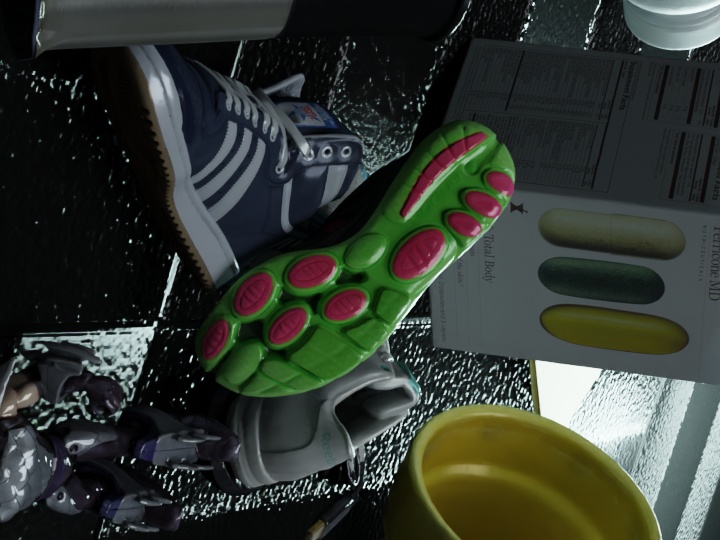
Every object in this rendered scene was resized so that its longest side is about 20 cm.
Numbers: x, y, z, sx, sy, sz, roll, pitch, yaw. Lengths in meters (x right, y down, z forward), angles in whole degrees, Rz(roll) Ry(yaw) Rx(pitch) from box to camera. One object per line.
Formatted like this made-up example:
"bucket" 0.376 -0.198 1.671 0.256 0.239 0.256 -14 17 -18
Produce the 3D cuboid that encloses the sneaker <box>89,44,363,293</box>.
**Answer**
"sneaker" -0.062 -0.076 0.955 0.108 0.070 0.201 -33 151 -10

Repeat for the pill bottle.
"pill bottle" 0.230 -0.262 1.389 0.113 0.112 0.201 -54 151 -29

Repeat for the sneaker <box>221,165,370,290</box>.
"sneaker" -0.010 -0.036 1.123 0.199 0.077 0.087 -15 119 -60

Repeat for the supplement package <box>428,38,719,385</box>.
"supplement package" 0.155 -0.040 1.264 0.151 0.198 0.153 -70 162 -44

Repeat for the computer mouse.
"computer mouse" -0.054 0.107 1.159 0.200 0.046 0.142 -37 123 -62

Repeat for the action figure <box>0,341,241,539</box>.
"action figure" -0.149 0.097 0.958 0.199 0.069 0.131 8 111 -60

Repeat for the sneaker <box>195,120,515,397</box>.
"sneaker" 0.000 0.000 1.029 0.199 0.077 0.084 -36 -179 -9

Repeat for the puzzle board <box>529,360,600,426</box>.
"puzzle board" 0.196 0.042 1.662 0.200 0.017 0.152 -53 149 -32

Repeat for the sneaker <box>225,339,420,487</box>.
"sneaker" -0.002 0.061 1.118 0.200 0.088 0.076 -58 136 -53

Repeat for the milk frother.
"milk frother" -0.070 -0.154 0.844 0.186 0.182 0.201 -4 149 -18

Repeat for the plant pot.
"plant pot" 0.097 0.235 1.425 0.200 0.200 0.190 -32 152 -52
